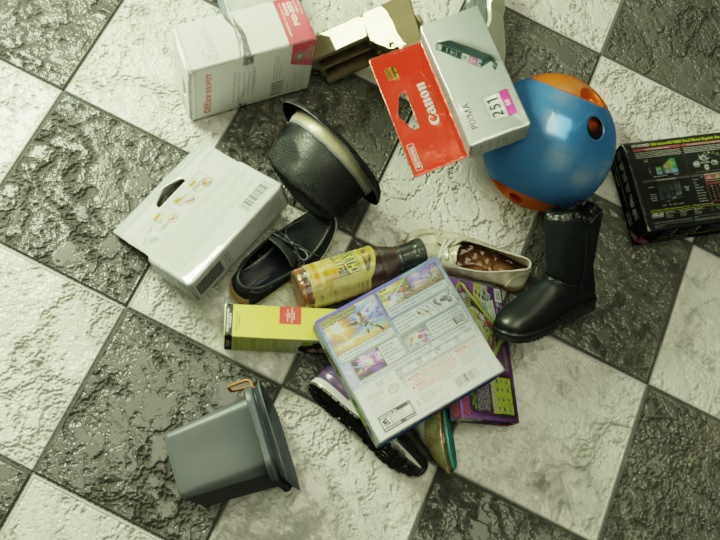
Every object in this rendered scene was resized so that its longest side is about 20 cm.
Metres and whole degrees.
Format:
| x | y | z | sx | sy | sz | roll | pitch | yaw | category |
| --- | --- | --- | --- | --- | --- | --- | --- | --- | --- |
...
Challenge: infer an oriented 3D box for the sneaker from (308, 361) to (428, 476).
| x | y | z | sx | sy | sz | roll | pitch | yaw | category |
| --- | --- | --- | --- | --- | --- | --- | --- | --- | --- |
| 0.029 | 0.192 | 1.285 | 0.199 | 0.076 | 0.088 | 41 | 63 | 7 | sneaker |

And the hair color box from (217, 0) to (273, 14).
| x | y | z | sx | sy | sz | roll | pitch | yaw | category |
| --- | --- | --- | --- | --- | --- | --- | --- | --- | --- |
| -0.186 | -0.470 | 1.496 | 0.097 | 0.061 | 0.204 | -12 | 73 | -13 | hair color box |

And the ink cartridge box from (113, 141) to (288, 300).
| x | y | z | sx | sy | sz | roll | pitch | yaw | category |
| --- | --- | --- | --- | --- | --- | --- | --- | --- | --- |
| -0.230 | -0.076 | 1.346 | 0.172 | 0.044 | 0.201 | 29 | 68 | 31 | ink cartridge box |

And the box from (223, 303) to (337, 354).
| x | y | z | sx | sy | sz | roll | pitch | yaw | category |
| --- | --- | --- | --- | --- | --- | --- | --- | --- | --- |
| -0.093 | 0.083 | 1.303 | 0.195 | 0.075 | 0.051 | 4 | 69 | -7 | box |

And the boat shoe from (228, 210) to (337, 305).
| x | y | z | sx | sy | sz | roll | pitch | yaw | category |
| --- | --- | --- | --- | --- | --- | --- | --- | --- | --- |
| -0.108 | -0.024 | 1.346 | 0.199 | 0.062 | 0.075 | -40 | 78 | -21 | boat shoe |

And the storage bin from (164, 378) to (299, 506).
| x | y | z | sx | sy | sz | roll | pitch | yaw | category |
| --- | --- | --- | --- | --- | --- | --- | --- | --- | --- |
| -0.165 | 0.224 | 1.183 | 0.132 | 0.200 | 0.148 | -18 | 73 | -5 | storage bin |

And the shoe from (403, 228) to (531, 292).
| x | y | z | sx | sy | sz | roll | pitch | yaw | category |
| --- | --- | --- | --- | --- | --- | --- | --- | --- | --- |
| 0.162 | -0.023 | 1.392 | 0.196 | 0.054 | 0.071 | 16 | 68 | -3 | shoe |

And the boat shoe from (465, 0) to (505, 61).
| x | y | z | sx | sy | sz | roll | pitch | yaw | category |
| --- | --- | --- | --- | --- | --- | --- | --- | --- | --- |
| 0.199 | -0.394 | 1.540 | 0.061 | 0.072 | 0.204 | -5 | 73 | 35 | boat shoe |

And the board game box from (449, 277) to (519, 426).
| x | y | z | sx | sy | sz | roll | pitch | yaw | category |
| --- | --- | --- | --- | --- | --- | --- | --- | --- | --- |
| 0.166 | 0.116 | 1.327 | 0.119 | 0.032 | 0.204 | 15 | 63 | -42 | board game box |

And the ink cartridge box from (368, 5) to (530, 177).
| x | y | z | sx | sy | sz | roll | pitch | yaw | category |
| --- | --- | --- | --- | --- | --- | --- | --- | --- | --- |
| 0.121 | -0.253 | 1.310 | 0.170 | 0.044 | 0.203 | -20 | 73 | -4 | ink cartridge box |

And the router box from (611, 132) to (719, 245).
| x | y | z | sx | sy | sz | roll | pitch | yaw | category |
| --- | --- | --- | --- | --- | --- | --- | --- | --- | --- |
| 0.509 | -0.132 | 1.481 | 0.196 | 0.062 | 0.153 | -7 | 72 | -11 | router box |

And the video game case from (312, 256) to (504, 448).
| x | y | z | sx | sy | sz | roll | pitch | yaw | category |
| --- | --- | --- | --- | --- | --- | --- | --- | --- | --- |
| 0.063 | 0.107 | 1.251 | 0.197 | 0.046 | 0.183 | -27 | 76 | -14 | video game case |

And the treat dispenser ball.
| x | y | z | sx | sy | sz | roll | pitch | yaw | category |
| --- | --- | --- | --- | --- | --- | --- | --- | --- | --- |
| 0.280 | -0.190 | 1.392 | 0.196 | 0.201 | 0.205 | 3 | 69 | -8 | treat dispenser ball |

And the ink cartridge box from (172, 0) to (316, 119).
| x | y | z | sx | sy | sz | roll | pitch | yaw | category |
| --- | --- | --- | --- | --- | --- | --- | --- | --- | --- |
| -0.176 | -0.316 | 1.395 | 0.197 | 0.146 | 0.086 | -20 | 75 | -16 | ink cartridge box |

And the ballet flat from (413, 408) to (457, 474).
| x | y | z | sx | sy | sz | roll | pitch | yaw | category |
| --- | --- | --- | --- | --- | --- | --- | --- | --- | --- |
| 0.095 | 0.185 | 1.306 | 0.069 | 0.071 | 0.204 | -1 | 71 | -9 | ballet flat |

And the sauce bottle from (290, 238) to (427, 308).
| x | y | z | sx | sy | sz | roll | pitch | yaw | category |
| --- | --- | --- | --- | --- | --- | --- | --- | --- | --- |
| 0.000 | 0.000 | 1.335 | 0.197 | 0.066 | 0.067 | -19 | 74 | -16 | sauce bottle |

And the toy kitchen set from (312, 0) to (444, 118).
| x | y | z | sx | sy | sz | roll | pitch | yaw | category |
| --- | --- | --- | --- | --- | --- | --- | --- | --- | --- |
| 0.046 | -0.274 | 1.450 | 0.177 | 0.163 | 0.204 | -20 | 72 | 14 | toy kitchen set |

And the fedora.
| x | y | z | sx | sy | sz | roll | pitch | yaw | category |
| --- | --- | --- | --- | --- | --- | --- | --- | --- | --- |
| -0.065 | -0.146 | 1.341 | 0.200 | 0.201 | 0.092 | 44 | 81 | 8 | fedora |

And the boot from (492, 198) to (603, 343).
| x | y | z | sx | sy | sz | roll | pitch | yaw | category |
| --- | --- | --- | --- | --- | --- | --- | --- | --- | --- |
| 0.266 | -0.003 | 1.332 | 0.197 | 0.076 | 0.172 | -19 | 117 | -30 | boot |
